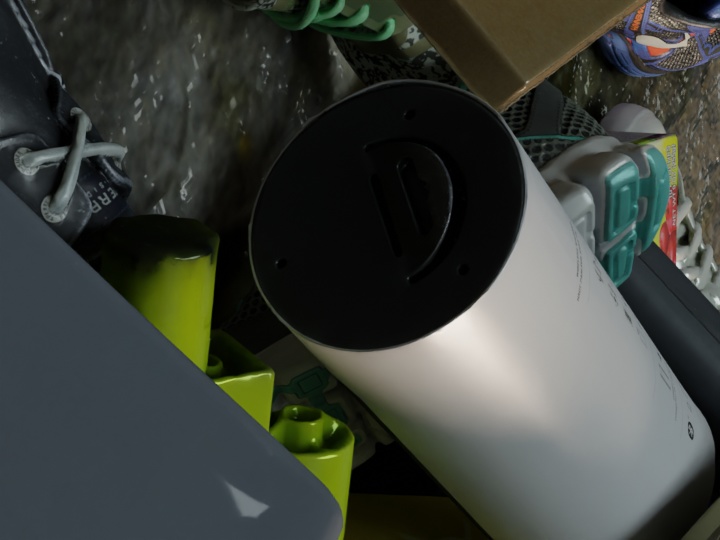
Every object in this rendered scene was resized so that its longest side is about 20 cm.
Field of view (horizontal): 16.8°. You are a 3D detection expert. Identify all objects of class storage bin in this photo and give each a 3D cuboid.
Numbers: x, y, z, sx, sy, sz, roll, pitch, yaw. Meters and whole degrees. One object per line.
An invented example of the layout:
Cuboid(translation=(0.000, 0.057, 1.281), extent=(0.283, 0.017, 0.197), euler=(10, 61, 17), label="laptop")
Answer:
Cuboid(translation=(-0.097, 0.057, 0.509), extent=(0.200, 0.145, 0.135), euler=(44, 57, -23), label="storage bin")

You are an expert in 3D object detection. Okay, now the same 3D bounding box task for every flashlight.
Cuboid(translation=(0.094, 0.014, 0.904), extent=(0.200, 0.068, 0.068), euler=(47, 14, -3), label="flashlight")

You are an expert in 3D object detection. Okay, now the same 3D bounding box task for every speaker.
Cuboid(translation=(0.042, 0.025, 0.710), extent=(0.200, 0.081, 0.082), euler=(49, 51, -56), label="speaker")

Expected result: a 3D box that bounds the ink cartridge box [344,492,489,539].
Cuboid(translation=(0.066, 0.134, 0.763), extent=(0.199, 0.198, 0.047), euler=(2, 114, -25), label="ink cartridge box")

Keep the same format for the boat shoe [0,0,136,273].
Cuboid(translation=(-0.092, -0.019, 0.657), extent=(0.072, 0.067, 0.201), euler=(-41, 129, -53), label="boat shoe")

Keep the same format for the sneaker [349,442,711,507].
Cuboid(translation=(0.054, 0.081, 0.898), extent=(0.200, 0.069, 0.100), euler=(-21, 103, -33), label="sneaker")

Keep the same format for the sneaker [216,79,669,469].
Cuboid(translation=(0.000, 0.000, 0.796), extent=(0.199, 0.091, 0.078), euler=(-30, 147, -14), label="sneaker")

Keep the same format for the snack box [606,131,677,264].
Cuboid(translation=(0.085, 0.049, 1.020), extent=(0.142, 0.053, 0.201), euler=(-20, 111, -58), label="snack box")

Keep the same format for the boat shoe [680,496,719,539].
Cuboid(translation=(0.156, 0.108, 0.809), extent=(0.075, 0.068, 0.200), euler=(-50, 155, 12), label="boat shoe")

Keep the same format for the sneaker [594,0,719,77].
Cuboid(translation=(0.138, -0.124, 1.071), extent=(0.200, 0.078, 0.076), euler=(0, 95, -62), label="sneaker")

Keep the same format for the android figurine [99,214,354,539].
Cuboid(translation=(-0.085, 0.086, 0.641), extent=(0.181, 0.041, 0.201), euler=(-6, 113, -33), label="android figurine")

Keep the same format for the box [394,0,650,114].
Cuboid(translation=(0.013, -0.150, 0.714), extent=(0.200, 0.021, 0.163), euler=(50, 37, 2), label="box")

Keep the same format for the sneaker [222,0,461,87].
Cuboid(translation=(-0.019, -0.105, 0.798), extent=(0.089, 0.077, 0.200), euler=(-55, 134, -29), label="sneaker")

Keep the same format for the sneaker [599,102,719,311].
Cuboid(translation=(0.155, 0.016, 1.118), extent=(0.073, 0.084, 0.201), euler=(-45, 131, -49), label="sneaker")
